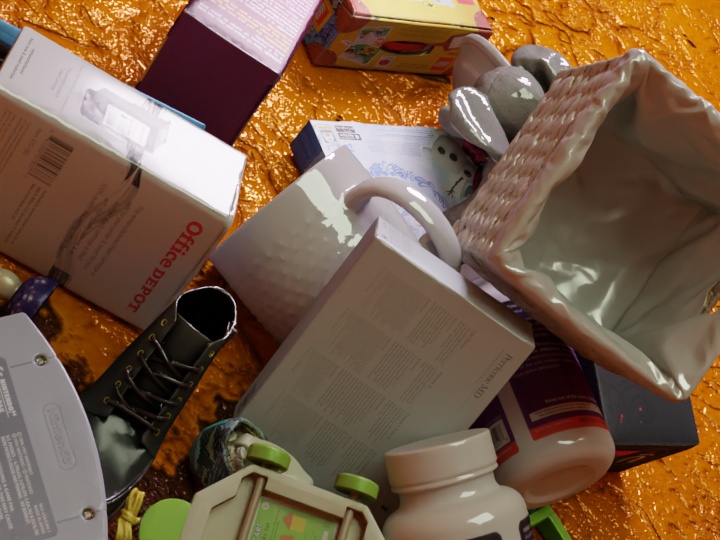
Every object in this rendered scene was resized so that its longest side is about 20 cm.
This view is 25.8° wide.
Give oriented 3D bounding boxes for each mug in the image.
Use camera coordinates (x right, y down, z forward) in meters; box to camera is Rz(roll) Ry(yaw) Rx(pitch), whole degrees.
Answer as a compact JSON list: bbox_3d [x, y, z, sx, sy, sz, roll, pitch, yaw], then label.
[{"bbox_3d":[0.000,0.000,1.271,0.176,0.200,0.148,51,44,-2],"label":"mug"}]

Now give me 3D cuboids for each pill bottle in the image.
[{"bbox_3d":[0.132,0.093,1.335,0.112,0.113,0.201,4,53,-37],"label":"pill bottle"},{"bbox_3d":[0.078,0.224,1.157,0.111,0.111,0.202,-11,88,-45],"label":"pill bottle"}]

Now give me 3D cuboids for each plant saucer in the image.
[{"bbox_3d":[0.135,-0.134,1.552,0.050,0.200,0.201,-28,72,-7],"label":"plant saucer"}]

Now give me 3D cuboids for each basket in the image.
[{"bbox_3d":[0.206,-0.036,1.234,0.199,0.199,0.161,36,-4,-13],"label":"basket"}]

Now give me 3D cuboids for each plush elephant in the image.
[{"bbox_3d":[0.128,-0.108,1.393,0.164,0.199,0.156,-23,89,-41],"label":"plush elephant"}]

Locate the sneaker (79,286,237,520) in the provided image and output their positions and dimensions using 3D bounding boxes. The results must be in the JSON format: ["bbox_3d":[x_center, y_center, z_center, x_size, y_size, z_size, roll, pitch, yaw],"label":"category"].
[{"bbox_3d":[-0.161,0.090,1.128,0.075,0.106,0.201,36,40,-9],"label":"sneaker"}]

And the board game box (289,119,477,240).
[{"bbox_3d":[0.052,-0.046,1.475,0.199,0.043,0.200,0,56,-41],"label":"board game box"}]

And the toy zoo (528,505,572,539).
[{"bbox_3d":[0.089,0.176,1.331,0.131,0.020,0.201,-15,67,-46],"label":"toy zoo"}]

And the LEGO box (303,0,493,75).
[{"bbox_3d":[0.020,-0.288,1.631,0.199,0.077,0.150,-1,57,-41],"label":"LEGO box"}]

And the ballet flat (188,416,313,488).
[{"bbox_3d":[-0.045,0.188,1.171,0.200,0.074,0.074,43,40,-2],"label":"ballet flat"}]

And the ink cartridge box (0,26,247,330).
[{"bbox_3d":[-0.206,-0.066,1.194,0.199,0.145,0.084,30,39,-16],"label":"ink cartridge box"}]

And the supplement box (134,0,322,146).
[{"bbox_3d":[-0.112,-0.212,1.415,0.103,0.131,0.201,33,40,-10],"label":"supplement box"}]

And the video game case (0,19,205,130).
[{"bbox_3d":[-0.230,-0.154,1.272,0.199,0.143,0.018,27,84,-18],"label":"video game case"}]

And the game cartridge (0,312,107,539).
[{"bbox_3d":[-0.243,0.129,1.047,0.132,0.041,0.201,-14,63,-17],"label":"game cartridge"}]

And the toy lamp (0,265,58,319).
[{"bbox_3d":[-0.313,-0.033,1.147,0.199,0.058,0.058,38,40,-8],"label":"toy lamp"}]

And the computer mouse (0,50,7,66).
[{"bbox_3d":[-0.235,-0.124,1.270,0.199,0.109,0.044,33,79,-22],"label":"computer mouse"}]

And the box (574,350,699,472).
[{"bbox_3d":[0.213,0.074,1.424,0.121,0.106,0.202,4,69,-37],"label":"box"}]

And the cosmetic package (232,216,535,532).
[{"bbox_3d":[0.016,0.082,1.210,0.150,0.201,0.052,35,19,-9],"label":"cosmetic package"}]

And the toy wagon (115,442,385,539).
[{"bbox_3d":[-0.076,0.203,1.108,0.198,0.040,0.157,20,71,-6],"label":"toy wagon"}]
